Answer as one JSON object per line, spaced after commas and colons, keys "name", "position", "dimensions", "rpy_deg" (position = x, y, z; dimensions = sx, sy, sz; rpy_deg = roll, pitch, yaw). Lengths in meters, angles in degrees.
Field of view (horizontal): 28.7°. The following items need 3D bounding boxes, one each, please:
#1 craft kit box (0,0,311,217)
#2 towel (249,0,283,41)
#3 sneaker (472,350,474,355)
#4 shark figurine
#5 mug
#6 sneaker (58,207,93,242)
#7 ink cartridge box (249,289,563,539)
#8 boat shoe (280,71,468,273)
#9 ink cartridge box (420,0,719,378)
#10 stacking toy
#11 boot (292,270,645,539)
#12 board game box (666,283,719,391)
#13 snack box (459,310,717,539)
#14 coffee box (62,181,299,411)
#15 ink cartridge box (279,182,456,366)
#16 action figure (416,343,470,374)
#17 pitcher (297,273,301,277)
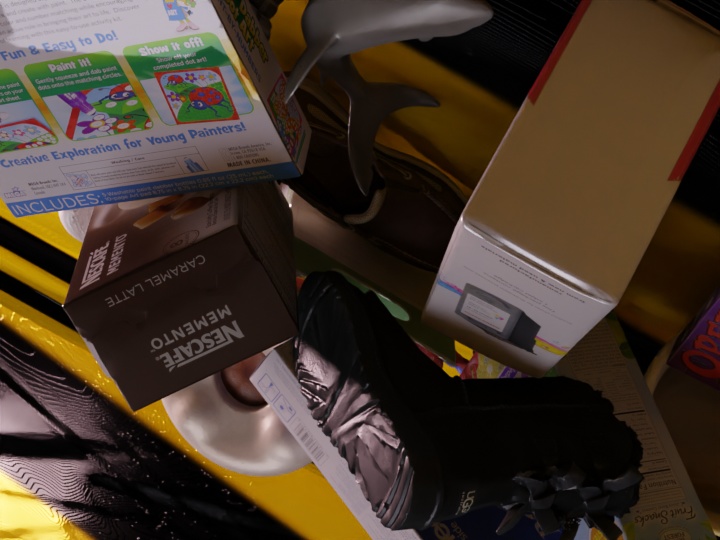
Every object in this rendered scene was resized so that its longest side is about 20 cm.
{"name": "craft kit box", "position": [-0.154, -0.121, 0.787], "dimensions": [0.199, 0.049, 0.198], "rpy_deg": [-6, 140, 19]}
{"name": "towel", "position": [-0.165, -0.155, 0.848], "dimensions": [0.165, 0.086, 0.200], "rpy_deg": [35, 134, -25]}
{"name": "sneaker", "position": [0.136, 0.069, 1.074], "dimensions": [0.200, 0.079, 0.079], "rpy_deg": [41, 128, 11]}
{"name": "shark figurine", "position": [-0.013, -0.119, 0.800], "dimensions": [0.128, 0.090, 0.215], "rpy_deg": [30, 163, -1]}
{"name": "mug", "position": [0.239, 0.119, 0.981], "dimensions": [0.150, 0.186, 0.153], "rpy_deg": [62, 178, 8]}
{"name": "sneaker", "position": [-0.184, -0.070, 1.167], "dimensions": [0.105, 0.076, 0.200], "rpy_deg": [38, -154, 33]}
{"name": "ink cartridge box", "position": [0.030, 0.116, 0.873], "dimensions": [0.200, 0.094, 0.044], "rpy_deg": [52, 139, 10]}
{"name": "boat shoe", "position": [0.004, -0.050, 0.968], "dimensions": [0.202, 0.075, 0.075], "rpy_deg": [33, -154, -18]}
{"name": "ink cartridge box", "position": [0.106, -0.039, 0.726], "dimensions": [0.085, 0.148, 0.200], "rpy_deg": [28, 167, 5]}
{"name": "stacking toy", "position": [-0.044, 0.052, 1.031], "dimensions": [0.146, 0.147, 0.200], "rpy_deg": [24, -158, 16]}
{"name": "boot", "position": [0.062, 0.077, 0.817], "dimensions": [0.162, 0.074, 0.198], "rpy_deg": [2, -144, -29]}
{"name": "board game box", "position": [0.267, 0.032, 0.818], "dimensions": [0.120, 0.032, 0.200], "rpy_deg": [30, 152, 8]}
{"name": "snack box", "position": [0.136, 0.132, 0.933], "dimensions": [0.067, 0.200, 0.169], "rpy_deg": [-7, 148, -24]}
{"name": "coffee box", "position": [-0.107, -0.010, 0.878], "dimensions": [0.080, 0.114, 0.200], "rpy_deg": [62, -172, -22]}
{"name": "ink cartridge box", "position": [0.000, 0.000, 1.025], "dimensions": [0.145, 0.048, 0.200], "rpy_deg": [31, -154, -12]}
{"name": "action figure", "position": [0.051, 0.063, 1.128], "dimensions": [0.099, 0.065, 0.200], "rpy_deg": [48, -168, -29]}
{"name": "pitcher", "position": [-0.108, 0.016, 1.150], "dimensions": [0.121, 0.172, 0.200], "rpy_deg": [45, -167, 19]}
